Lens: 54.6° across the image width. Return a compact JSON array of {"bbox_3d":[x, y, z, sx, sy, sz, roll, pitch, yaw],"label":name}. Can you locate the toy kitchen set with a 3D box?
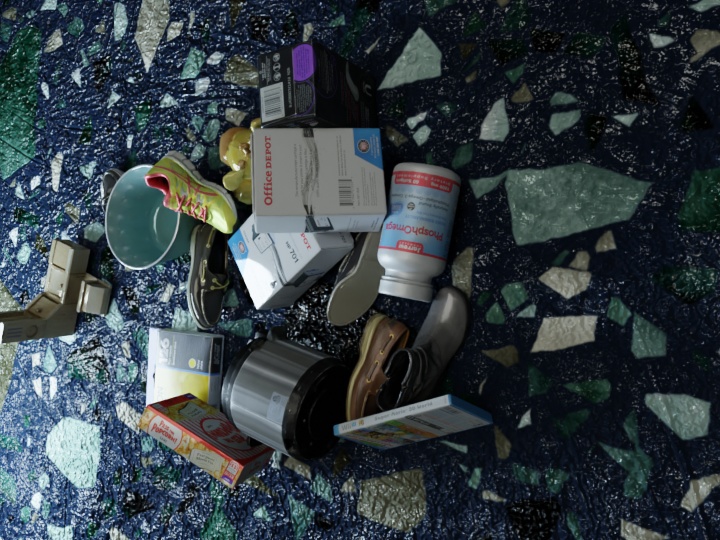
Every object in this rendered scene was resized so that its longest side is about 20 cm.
[{"bbox_3d":[-0.652,0.053,1.463,0.163,0.180,0.201,21,102,28],"label":"toy kitchen set"}]

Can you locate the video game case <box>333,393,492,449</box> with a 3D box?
[{"bbox_3d":[0.080,0.232,1.054,0.199,0.143,0.018,-21,58,27],"label":"video game case"}]

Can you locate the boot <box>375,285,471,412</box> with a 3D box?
[{"bbox_3d":[0.098,0.119,1.054,0.070,0.131,0.201,18,96,31],"label":"boot"}]

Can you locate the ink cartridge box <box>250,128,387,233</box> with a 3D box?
[{"bbox_3d":[-0.067,-0.138,1.078,0.199,0.084,0.145,-1,73,-8],"label":"ink cartridge box"}]

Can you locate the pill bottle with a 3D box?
[{"bbox_3d":[0.086,-0.057,1.076,0.108,0.109,0.201,9,87,30],"label":"pill bottle"}]

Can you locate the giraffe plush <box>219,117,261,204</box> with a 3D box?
[{"bbox_3d":[-0.177,-0.192,1.212,0.199,0.162,0.174,2,88,31],"label":"giraffe plush"}]

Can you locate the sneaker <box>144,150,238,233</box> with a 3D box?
[{"bbox_3d":[-0.301,-0.124,1.238,0.200,0.090,0.078,38,139,15],"label":"sneaker"}]

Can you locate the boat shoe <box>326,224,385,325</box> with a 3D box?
[{"bbox_3d":[0.000,0.000,1.171,0.201,0.072,0.063,-62,24,17],"label":"boat shoe"}]

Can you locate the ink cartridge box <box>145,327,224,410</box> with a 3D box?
[{"bbox_3d":[-0.358,0.217,1.364,0.199,0.047,0.199,2,90,27],"label":"ink cartridge box"}]

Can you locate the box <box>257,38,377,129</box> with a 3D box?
[{"bbox_3d":[-0.064,-0.275,1.130,0.106,0.200,0.123,-6,84,30],"label":"box"}]

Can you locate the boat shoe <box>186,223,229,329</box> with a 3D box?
[{"bbox_3d":[-0.281,0.009,1.314,0.060,0.072,0.202,-8,81,33],"label":"boat shoe"}]

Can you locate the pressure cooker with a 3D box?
[{"bbox_3d":[-0.129,0.199,1.151,0.199,0.179,0.176,15,53,32],"label":"pressure cooker"}]

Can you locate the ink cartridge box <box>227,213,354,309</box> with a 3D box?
[{"bbox_3d":[-0.123,-0.046,1.195,0.200,0.086,0.147,-42,67,39],"label":"ink cartridge box"}]

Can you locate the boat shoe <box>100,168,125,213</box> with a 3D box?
[{"bbox_3d":[-0.505,-0.129,1.454,0.070,0.066,0.201,-29,74,25],"label":"boat shoe"}]

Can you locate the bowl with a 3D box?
[{"bbox_3d":[-0.392,-0.099,1.365,0.200,0.105,0.202,-2,87,29],"label":"bowl"}]

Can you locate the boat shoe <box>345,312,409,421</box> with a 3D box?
[{"bbox_3d":[0.029,0.172,1.126,0.067,0.072,0.201,15,92,32],"label":"boat shoe"}]

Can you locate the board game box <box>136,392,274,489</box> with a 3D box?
[{"bbox_3d":[-0.263,0.291,1.216,0.199,0.151,0.046,28,95,12],"label":"board game box"}]
